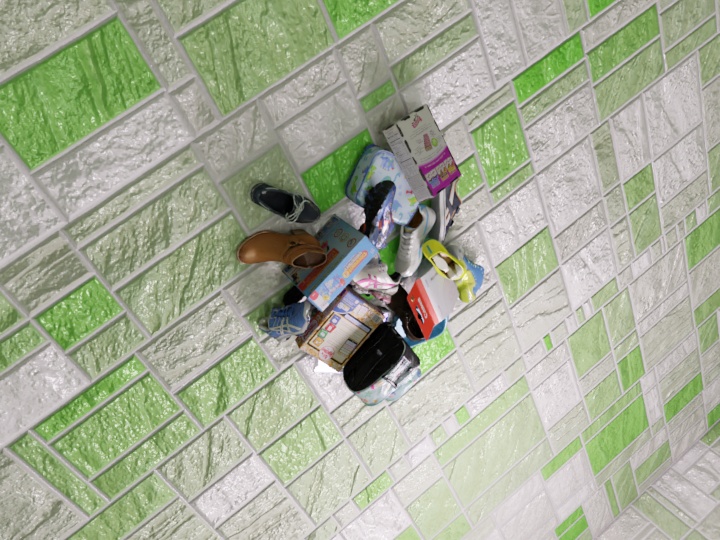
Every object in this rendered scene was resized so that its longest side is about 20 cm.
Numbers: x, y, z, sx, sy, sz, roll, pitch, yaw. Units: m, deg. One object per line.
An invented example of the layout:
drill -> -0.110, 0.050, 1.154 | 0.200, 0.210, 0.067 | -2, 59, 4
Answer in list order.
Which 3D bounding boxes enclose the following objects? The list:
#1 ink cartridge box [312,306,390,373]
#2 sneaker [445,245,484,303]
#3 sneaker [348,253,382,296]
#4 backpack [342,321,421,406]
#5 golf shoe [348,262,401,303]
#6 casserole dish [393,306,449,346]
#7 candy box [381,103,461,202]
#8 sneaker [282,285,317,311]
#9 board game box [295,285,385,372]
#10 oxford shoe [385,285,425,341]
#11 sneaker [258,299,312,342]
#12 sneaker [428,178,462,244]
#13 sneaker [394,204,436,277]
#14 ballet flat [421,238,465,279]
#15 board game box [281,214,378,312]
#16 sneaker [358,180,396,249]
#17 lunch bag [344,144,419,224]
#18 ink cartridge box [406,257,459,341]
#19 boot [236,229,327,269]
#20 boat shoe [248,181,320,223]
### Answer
ink cartridge box -> -0.031, 0.188, 1.759 | 0.195, 0.043, 0.203 | 9, 106, -33
sneaker -> 0.308, -0.008, 1.866 | 0.105, 0.075, 0.202 | -42, 128, -30
sneaker -> 0.000, 0.001, 1.671 | 0.115, 0.080, 0.201 | -40, 127, -12
backpack -> 0.054, 0.264, 1.711 | 0.199, 0.178, 0.151 | -41, 121, -2
golf shoe -> 0.023, 0.011, 1.608 | 0.199, 0.072, 0.093 | 25, 98, -44
casserole dish -> 0.171, 0.155, 1.867 | 0.197, 0.039, 0.123 | -17, 119, -24
candy box -> 0.154, -0.291, 1.574 | 0.136, 0.061, 0.202 | -37, 105, -38
sneaker -> -0.103, 0.046, 1.646 | 0.199, 0.076, 0.088 | -37, 134, -3
board game box -> -0.052, 0.152, 1.663 | 0.151, 0.046, 0.201 | 36, 99, -33
oxford shoe -> 0.126, 0.105, 1.762 | 0.072, 0.084, 0.202 | -36, 96, -12
sneaker -> -0.185, 0.124, 1.569 | 0.076, 0.077, 0.199 | 24, 142, -26
sneaker -> 0.235, -0.163, 1.737 | 0.078, 0.078, 0.204 | -7, 114, -22
sneaker -> 0.133, -0.082, 1.706 | 0.080, 0.076, 0.204 | 15, 95, -55
ballet flat -> 0.233, -0.013, 1.721 | 0.067, 0.068, 0.199 | -39, 132, 13
board game box -> -0.078, -0.024, 1.540 | 0.200, 0.196, 0.056 | -47, 122, -3
sneaker -> 0.050, -0.132, 1.557 | 0.077, 0.076, 0.202 | -5, 131, -31
lunch bag -> 0.071, -0.218, 1.613 | 0.198, 0.082, 0.163 | 19, 102, -35
ink cartridge box -> 0.206, 0.070, 1.769 | 0.164, 0.056, 0.201 | 63, 33, -28
boot -> -0.185, -0.040, 1.494 | 0.197, 0.155, 0.075 | -18, 120, -17
boat shoe -> -0.171, -0.156, 1.510 | 0.198, 0.062, 0.076 | 25, 96, -36
